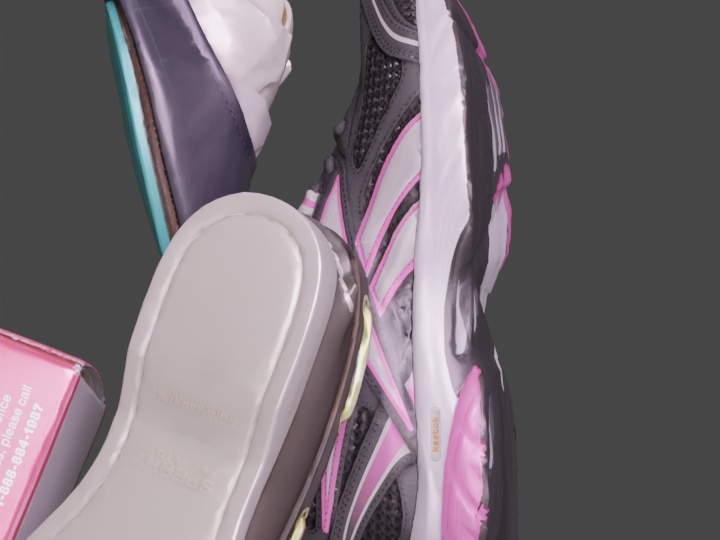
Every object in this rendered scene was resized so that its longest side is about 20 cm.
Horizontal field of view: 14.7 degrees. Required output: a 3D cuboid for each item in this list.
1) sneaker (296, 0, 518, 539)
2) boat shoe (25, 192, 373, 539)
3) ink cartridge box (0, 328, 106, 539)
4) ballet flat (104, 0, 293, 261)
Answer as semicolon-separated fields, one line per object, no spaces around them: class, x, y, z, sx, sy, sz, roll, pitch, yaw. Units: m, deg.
sneaker;0.000;0.000;0.872;0.086;0.080;0.201;-3;74;11
boat shoe;-0.053;0.077;0.816;0.072;0.060;0.202;25;90;25
ink cartridge box;-0.198;0.063;0.858;0.199;0.083;0.147;21;81;4
ballet flat;-0.061;-0.092;0.893;0.073;0.073;0.201;-20;78;-3
